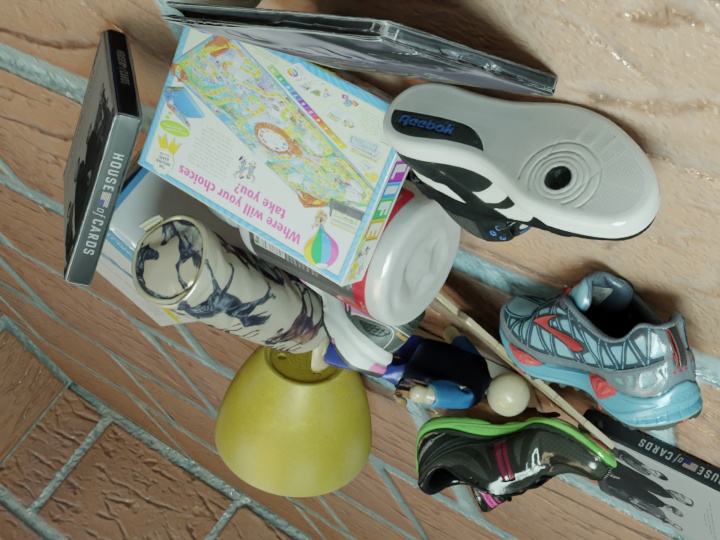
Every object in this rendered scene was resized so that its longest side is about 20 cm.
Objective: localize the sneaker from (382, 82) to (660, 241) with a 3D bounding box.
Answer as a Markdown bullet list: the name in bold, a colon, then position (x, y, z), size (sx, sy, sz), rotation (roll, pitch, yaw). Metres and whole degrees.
- **sneaker**: position (0.113, -0.052, 0.720), size (0.200, 0.073, 0.112), rotation (29, 166, 38)

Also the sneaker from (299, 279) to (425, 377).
- **sneaker**: position (0.000, 0.000, 0.995), size (0.080, 0.086, 0.200), rotation (32, -159, -51)

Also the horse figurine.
- **horse figurine**: position (0.094, 0.128, 1.110), size (0.200, 0.050, 0.133), rotation (32, 161, 16)

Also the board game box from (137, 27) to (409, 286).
- **board game box**: position (-0.062, -0.096, 0.832), size (0.200, 0.135, 0.034), rotation (31, -160, 20)

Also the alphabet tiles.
- **alphabet tiles**: position (0.123, 0.071, 0.987), size (0.200, 0.008, 0.167), rotation (41, 180, -10)

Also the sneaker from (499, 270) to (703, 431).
- **sneaker**: position (0.175, 0.039, 0.834), size (0.200, 0.079, 0.096), rotation (25, 129, 55)

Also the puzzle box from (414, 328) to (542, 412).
- **puzzle box**: position (0.103, 0.118, 1.186), size (0.200, 0.025, 0.133), rotation (24, 156, 36)

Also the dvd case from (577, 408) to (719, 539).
- **dvd case**: position (0.303, 0.210, 1.044), size (0.200, 0.025, 0.150), rotation (24, 157, 33)

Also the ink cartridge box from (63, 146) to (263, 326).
- **ink cartridge box**: position (-0.181, -0.046, 1.126), size (0.146, 0.147, 0.200), rotation (42, 160, -15)

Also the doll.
- **doll**: position (0.062, 0.088, 1.048), size (0.200, 0.136, 0.049), rotation (15, 117, 18)

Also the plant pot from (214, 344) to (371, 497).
- **plant pot**: position (-0.075, 0.154, 1.386), size (0.200, 0.200, 0.142), rotation (29, 132, 22)

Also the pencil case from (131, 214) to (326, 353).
- **pencil case**: position (-0.109, 0.013, 0.978), size (0.200, 0.078, 0.090), rotation (27, -155, -54)

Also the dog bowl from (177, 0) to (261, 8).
- **dog bowl**: position (-0.119, -0.249, 0.680), size (0.200, 0.059, 0.200), rotation (32, 160, 13)

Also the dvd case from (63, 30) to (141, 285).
- **dvd case**: position (-0.221, -0.101, 0.949), size (0.025, 0.151, 0.200), rotation (13, -154, -21)

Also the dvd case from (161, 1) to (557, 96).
- **dvd case**: position (-0.004, -0.134, 0.682), size (0.149, 0.016, 0.200), rotation (6, -171, -45)

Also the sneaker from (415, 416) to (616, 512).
- **sneaker**: position (0.137, 0.178, 1.011), size (0.200, 0.084, 0.077), rotation (-7, 147, 38)

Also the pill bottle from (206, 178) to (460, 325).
- **pill bottle**: position (-0.028, -0.044, 0.913), size (0.200, 0.111, 0.111), rotation (27, 159, 28)
